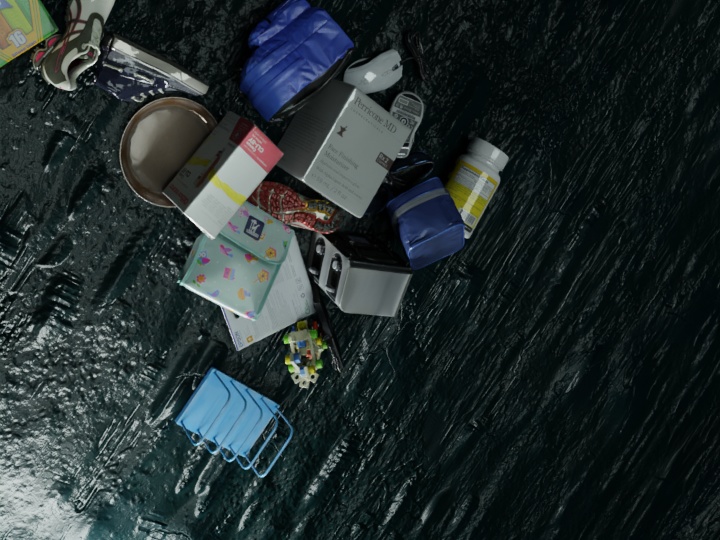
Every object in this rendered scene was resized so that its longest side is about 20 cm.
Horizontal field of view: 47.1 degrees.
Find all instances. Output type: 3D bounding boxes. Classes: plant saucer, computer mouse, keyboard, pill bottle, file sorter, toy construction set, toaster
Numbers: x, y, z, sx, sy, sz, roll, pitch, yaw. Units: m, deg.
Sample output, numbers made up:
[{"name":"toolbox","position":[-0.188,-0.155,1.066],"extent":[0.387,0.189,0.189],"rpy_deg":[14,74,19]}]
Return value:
[{"name":"plant saucer","position":[-0.349,-0.220,1.523],"extent":[0.196,0.032,0.205],"rpy_deg":[-13,115,-28]},{"name":"computer mouse","position":[0.057,-0.409,1.686],"extent":[0.197,0.044,0.112],"rpy_deg":[-28,122,-19]},{"name":"keyboard","position":[-0.069,0.137,1.774],"extent":[0.020,0.128,0.203],"rpy_deg":[-16,128,2]},{"name":"computer mouse","position":[0.078,-0.273,1.723],"extent":[0.108,0.044,0.204],"rpy_deg":[21,81,-6]},{"name":"pill bottle","position":[0.244,-0.186,1.847],"extent":[0.113,0.114,0.203],"rpy_deg":[27,94,-36]},{"name":"file sorter","position":[-0.260,0.326,1.743],"extent":[0.199,0.122,0.140],"rpy_deg":[36,88,-36]},{"name":"toy construction set","position":[-0.112,0.179,1.760],"extent":[0.090,0.201,0.134],"rpy_deg":[-7,71,-3]},{"name":"toaster","position":[0.000,0.000,1.737],"extent":[0.196,0.181,0.121],"rpy_deg":[6,112,-33]}]

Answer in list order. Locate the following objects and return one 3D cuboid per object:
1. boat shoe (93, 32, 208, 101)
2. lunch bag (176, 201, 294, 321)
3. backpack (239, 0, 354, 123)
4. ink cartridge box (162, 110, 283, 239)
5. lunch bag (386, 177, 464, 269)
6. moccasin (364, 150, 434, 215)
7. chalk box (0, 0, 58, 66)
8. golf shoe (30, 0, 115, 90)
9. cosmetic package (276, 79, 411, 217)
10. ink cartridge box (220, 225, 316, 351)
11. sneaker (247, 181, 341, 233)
[{"name":"boat shoe","position":[-0.371,-0.331,1.448],"extent":[0.197,0.075,0.094],"rpy_deg":[23,104,-28]},{"name":"lunch bag","position":[-0.234,-0.030,1.577],"extent":[0.168,0.122,0.203],"rpy_deg":[29,84,-16]},{"name":"backpack","position":[-0.136,-0.380,1.514],"extent":[0.168,0.162,0.200],"rpy_deg":[45,84,-5]},{"name":"ink cartridge box","position":[-0.251,-0.175,1.492],"extent":[0.201,0.145,0.083],"rpy_deg":[-51,125,-3]},{"name":"lunch bag","position":[0.135,-0.101,1.722],"extent":[0.133,0.135,0.200],"rpy_deg":[-24,164,-2]},{"name":"moccasin","position":[0.072,-0.191,1.768],"extent":[0.199,0.068,0.081],"rpy_deg":[-42,125,-9]},{"name":"chalk box","position":[-0.573,-0.428,1.245],"extent":[0.124,0.124,0.202],"rpy_deg":[-38,124,-13]},{"name":"golf shoe","position":[-0.448,-0.386,1.351],"extent":[0.202,0.087,0.077],"rpy_deg":[-56,159,3]},{"name":"cosmetic package","position":[-0.041,-0.245,1.617],"extent":[0.163,0.164,0.203],"rpy_deg":[29,93,-36]},{"name":"ink cartridge box","position":[-0.202,0.037,1.711],"extent":[0.197,0.043,0.200],"rpy_deg":[-25,120,-17]},{"name":"sneaker","position":[-0.140,-0.121,1.665],"extent":[0.196,0.082,0.079],"rpy_deg":[20,88,-18]}]
